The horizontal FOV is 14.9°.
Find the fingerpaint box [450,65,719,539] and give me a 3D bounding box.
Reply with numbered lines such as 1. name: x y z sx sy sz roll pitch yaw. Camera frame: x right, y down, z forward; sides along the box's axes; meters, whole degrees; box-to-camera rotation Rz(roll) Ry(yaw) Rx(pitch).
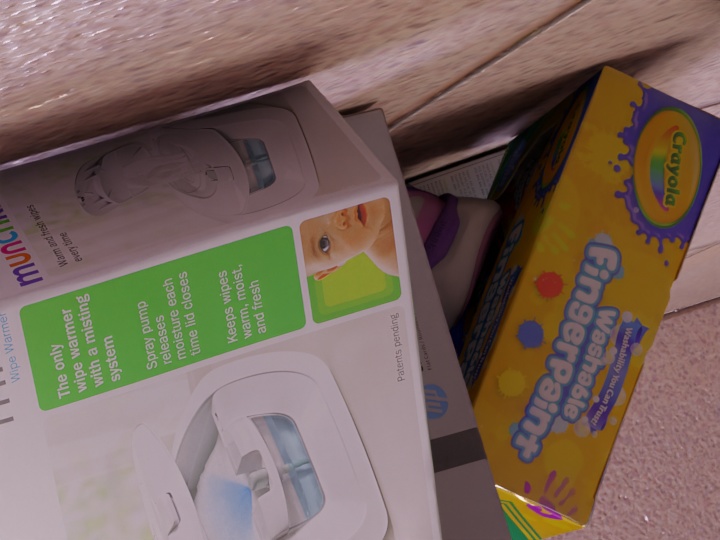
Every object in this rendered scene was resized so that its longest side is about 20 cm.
1. fingerpaint box: 0.086 0.022 1.298 0.073 0.201 0.167 24 167 -8

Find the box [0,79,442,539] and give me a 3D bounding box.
1. box: -0.072 0.056 1.014 0.175 0.201 0.097 -17 -148 -16

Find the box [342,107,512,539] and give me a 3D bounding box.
1. box: -0.008 0.048 1.180 0.041 0.201 0.156 -12 172 -27

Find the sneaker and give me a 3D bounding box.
1. sneaker: 0.000 0.000 1.354 0.088 0.081 0.200 23 158 -7

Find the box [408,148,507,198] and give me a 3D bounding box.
1. box: 0.055 -0.032 1.485 0.199 0.037 0.144 -18 175 5
